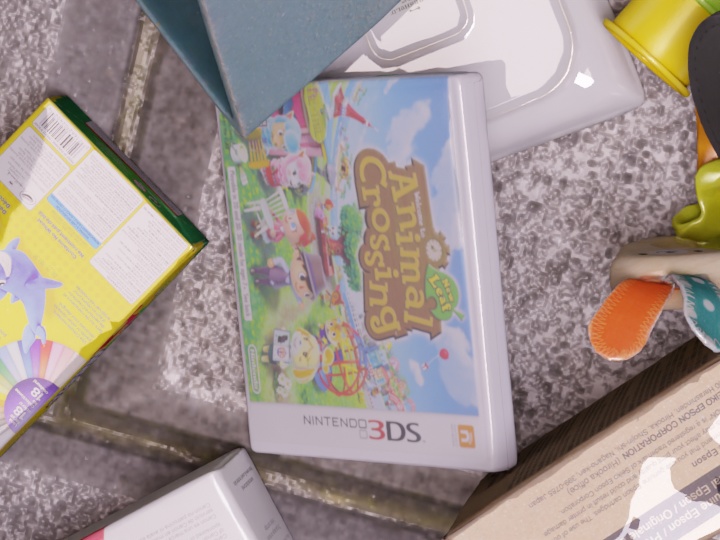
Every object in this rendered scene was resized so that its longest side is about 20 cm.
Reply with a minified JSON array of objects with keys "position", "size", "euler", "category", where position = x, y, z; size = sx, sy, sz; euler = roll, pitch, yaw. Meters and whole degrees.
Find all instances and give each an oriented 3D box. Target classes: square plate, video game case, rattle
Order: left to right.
[{"position":[0.000,0.000,1.513],"size":[0.181,0.022,0.201],"euler":[1,99,45],"category":"video game case"},{"position":[0.024,-0.144,1.548],"size":[0.199,0.028,0.199],"euler":[-21,93,9],"category":"square plate"},{"position":[0.175,-0.038,1.450],"size":[0.130,0.200,0.144],"euler":[22,106,34],"category":"rattle"}]

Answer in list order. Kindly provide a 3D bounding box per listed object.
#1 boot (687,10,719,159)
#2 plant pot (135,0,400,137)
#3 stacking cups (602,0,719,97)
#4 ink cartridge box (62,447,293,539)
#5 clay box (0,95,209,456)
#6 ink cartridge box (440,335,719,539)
[{"position":[0.270,-0.084,1.468],"size":[0.200,0.174,0.069],"euler":[47,141,-2],"category":"boot"},{"position":[-0.042,-0.228,1.453],"size":[0.200,0.196,0.197],"euler":[-34,67,-9],"category":"plant pot"},{"position":[0.212,-0.183,1.510],"size":[0.060,0.061,0.200],"euler":[41,92,2],"category":"stacking cups"},{"position":[-0.084,0.219,1.569],"size":[0.145,0.083,0.201],"euler":[-28,91,9],"category":"ink cartridge box"},{"position":[-0.192,0.016,1.582],"size":[0.115,0.048,0.200],"euler":[46,100,1],"category":"clay box"},{"position":[0.137,0.104,1.470],"size":[0.164,0.200,0.075],"euler":[-35,90,10],"category":"ink cartridge box"}]
